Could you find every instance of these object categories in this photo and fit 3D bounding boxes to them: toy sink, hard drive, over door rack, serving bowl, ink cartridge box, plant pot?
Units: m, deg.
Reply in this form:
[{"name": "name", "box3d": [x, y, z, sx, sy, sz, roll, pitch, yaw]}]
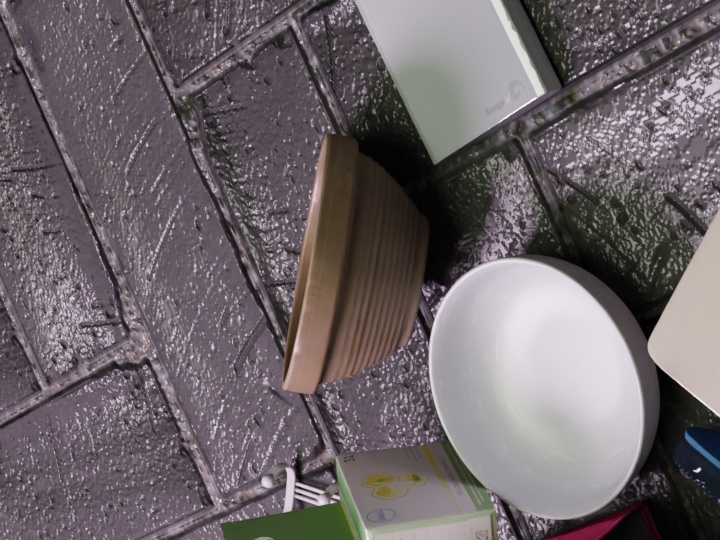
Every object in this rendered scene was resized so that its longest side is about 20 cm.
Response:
[{"name": "toy sink", "box3d": [0.302, 0.003, 1.507, 0.130, 0.112, 0.201, 40, 123, 26]}, {"name": "hard drive", "box3d": [0.059, -0.197, 1.725, 0.132, 0.026, 0.201, -31, 82, 45]}, {"name": "over door rack", "box3d": [-0.024, 0.277, 1.940, 0.147, 0.066, 0.202, 14, 114, 40]}, {"name": "serving bowl", "box3d": [0.146, 0.080, 1.711, 0.199, 0.066, 0.202, 17, 116, 39]}, {"name": "ink cartridge box", "box3d": [-0.005, 0.189, 1.768, 0.146, 0.198, 0.048, -119, 23, -70]}, {"name": "plant pot", "box3d": [0.000, 0.000, 1.774, 0.092, 0.201, 0.202, 9, 118, -4]}]

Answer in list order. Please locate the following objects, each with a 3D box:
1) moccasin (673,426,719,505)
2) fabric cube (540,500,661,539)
[{"name": "moccasin", "box3d": [0.292, 0.187, 1.599, 0.200, 0.080, 0.069, 39, 117, 28]}, {"name": "fabric cube", "box3d": [0.135, 0.307, 1.665, 0.198, 0.196, 0.201, -24, 87, 19]}]
